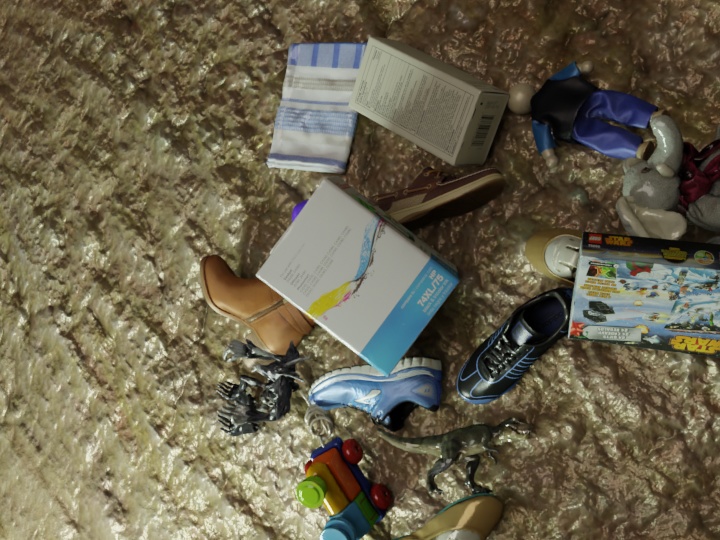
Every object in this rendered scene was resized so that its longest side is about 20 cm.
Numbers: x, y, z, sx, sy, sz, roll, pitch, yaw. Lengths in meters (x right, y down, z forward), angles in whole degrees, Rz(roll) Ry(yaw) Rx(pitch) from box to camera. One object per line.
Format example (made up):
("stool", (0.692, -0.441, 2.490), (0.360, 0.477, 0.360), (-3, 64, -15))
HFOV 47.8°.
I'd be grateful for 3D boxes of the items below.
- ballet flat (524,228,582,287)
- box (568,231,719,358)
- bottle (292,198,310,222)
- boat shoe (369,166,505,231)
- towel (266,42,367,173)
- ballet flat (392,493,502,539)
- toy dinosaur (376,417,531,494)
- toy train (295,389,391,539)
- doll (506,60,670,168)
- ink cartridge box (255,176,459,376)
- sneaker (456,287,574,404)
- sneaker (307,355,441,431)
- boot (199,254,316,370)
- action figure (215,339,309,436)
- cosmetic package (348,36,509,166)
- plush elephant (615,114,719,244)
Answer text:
("ballet flat", (0.276, -0.006, 0.951), (0.199, 0.063, 0.069), (24, 93, 32))
("box", (0.324, 0.028, 0.845), (0.198, 0.138, 0.040), (7, 49, 13))
("bottle", (-0.036, -0.005, 1.137), (0.083, 0.065, 0.202), (-19, 73, 7))
("boat shoe", (0.094, -0.105, 1.075), (0.199, 0.072, 0.073), (-21, 73, 34))
("towel", (-0.066, -0.246, 1.220), (0.146, 0.024, 0.202), (10, 88, 31))
("ballet flat", (0.096, 0.343, 0.996), (0.200, 0.068, 0.063), (-38, 29, 28))
("toy dinosaur", (0.118, 0.233, 1.012), (0.198, 0.047, 0.089), (-8, 68, 16))
("toy train", (-0.051, 0.262, 1.049), (0.084, 0.116, 0.201), (-32, 90, 23))
("doll", (0.265, -0.187, 0.994), (0.199, 0.048, 0.137), (28, 96, 31))
("ink cartridge box", (0.000, 0.000, 1.006), (0.199, 0.147, 0.146), (37, 99, -1))
("sneaker", (0.185, 0.090, 0.984), (0.200, 0.078, 0.070), (-45, 63, 17))
("sneaker", (0.016, 0.170, 1.075), (0.199, 0.078, 0.090), (-14, 73, 29))
("boot", (-0.143, 0.029, 1.192), (0.155, 0.076, 0.201), (-38, 68, 23))
("action figure", (-0.148, 0.163, 1.123), (0.200, 0.101, 0.120), (-43, 37, 48))
("cosmetic package", (0.086, -0.225, 1.076), (0.200, 0.073, 0.104), (37, 120, 33))
("plush elephant", (0.348, -0.099, 0.848), (0.153, 0.165, 0.201), (11, 125, 5))
